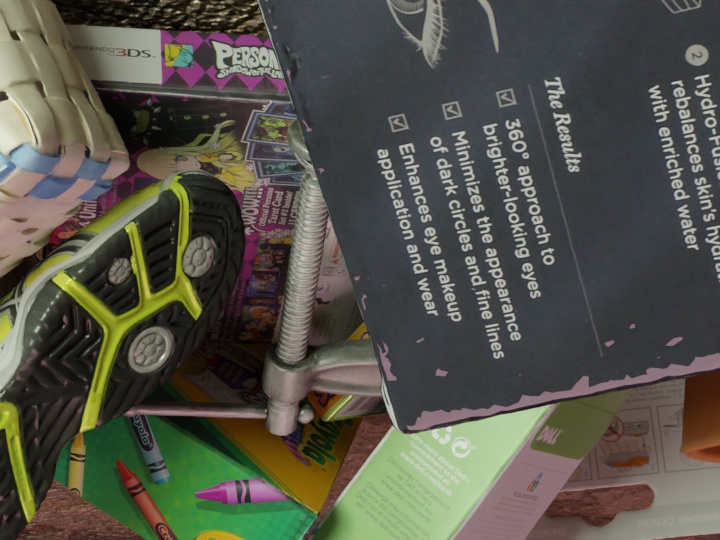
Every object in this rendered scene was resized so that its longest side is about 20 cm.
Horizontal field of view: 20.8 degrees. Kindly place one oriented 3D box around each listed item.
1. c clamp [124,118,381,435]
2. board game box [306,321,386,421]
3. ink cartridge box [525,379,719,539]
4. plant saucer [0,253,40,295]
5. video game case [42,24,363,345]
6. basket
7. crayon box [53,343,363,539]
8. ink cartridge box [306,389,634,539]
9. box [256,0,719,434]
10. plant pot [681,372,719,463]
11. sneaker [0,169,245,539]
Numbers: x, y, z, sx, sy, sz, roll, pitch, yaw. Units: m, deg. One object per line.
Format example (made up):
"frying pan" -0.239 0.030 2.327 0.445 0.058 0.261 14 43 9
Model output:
"c clamp" 0.000 0.000 0.818 0.171 0.027 0.200 5 130 -15
"board game box" 0.063 0.029 0.959 0.096 0.030 0.200 -46 154 26
"ink cartridge box" 0.124 0.058 1.111 0.160 0.200 0.047 -6 164 2
"plant saucer" -0.187 -0.010 0.889 0.034 0.200 0.200 -36 172 -21
"video game case" -0.048 -0.030 0.862 0.181 0.036 0.200 1 148 -9
"basket" -0.199 -0.044 0.727 0.200 0.176 0.139 -26 174 12
"crayon box" -0.069 0.080 0.971 0.119 0.058 0.200 33 -166 0
"ink cartridge box" 0.058 0.088 0.936 0.200 0.059 0.104 -54 157 6
"box" 0.084 -0.070 0.677 0.200 0.197 0.117 -12 -155 14
"plant pot" 0.243 0.013 0.886 0.200 0.140 0.200 -1 171 0
"sneaker" -0.130 0.030 0.768 0.200 0.076 0.075 -45 133 -9
